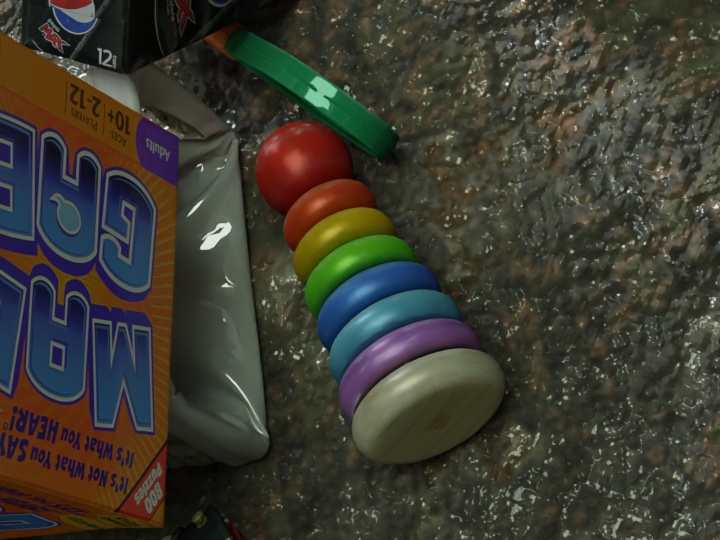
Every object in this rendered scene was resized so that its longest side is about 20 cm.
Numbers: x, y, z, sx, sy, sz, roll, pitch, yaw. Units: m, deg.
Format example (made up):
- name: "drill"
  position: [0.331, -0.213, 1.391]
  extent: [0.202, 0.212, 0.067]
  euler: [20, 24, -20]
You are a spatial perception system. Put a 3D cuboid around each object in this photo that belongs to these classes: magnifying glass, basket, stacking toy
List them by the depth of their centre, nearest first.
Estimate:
- name: "stacking toy"
  position: [0.000, 0.000, 1.245]
  extent: [0.085, 0.085, 0.201]
  euler: [-31, 61, 7]
- name: "basket"
  position: [-0.137, 0.006, 1.260]
  extent: [0.123, 0.136, 0.201]
  euler: [-14, 69, 19]
- name: "magnifying glass"
  position: [-0.053, -0.118, 1.310]
  extent: [0.200, 0.080, 0.022]
  euler: [34, 89, 36]

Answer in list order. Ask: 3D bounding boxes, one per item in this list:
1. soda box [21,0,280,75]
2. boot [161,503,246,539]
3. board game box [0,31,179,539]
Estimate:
- name: "soda box"
  position: [-0.100, -0.166, 1.268]
  extent: [0.070, 0.200, 0.064]
  euler: [16, 116, 22]
- name: "boot"
  position: [-0.138, 0.164, 1.241]
  extent: [0.153, 0.073, 0.204]
  euler: [-36, 71, 2]
- name: "board game box"
  position: [-0.222, 0.014, 1.107]
  extent: [0.199, 0.200, 0.201]
  euler: [-6, 73, 25]
